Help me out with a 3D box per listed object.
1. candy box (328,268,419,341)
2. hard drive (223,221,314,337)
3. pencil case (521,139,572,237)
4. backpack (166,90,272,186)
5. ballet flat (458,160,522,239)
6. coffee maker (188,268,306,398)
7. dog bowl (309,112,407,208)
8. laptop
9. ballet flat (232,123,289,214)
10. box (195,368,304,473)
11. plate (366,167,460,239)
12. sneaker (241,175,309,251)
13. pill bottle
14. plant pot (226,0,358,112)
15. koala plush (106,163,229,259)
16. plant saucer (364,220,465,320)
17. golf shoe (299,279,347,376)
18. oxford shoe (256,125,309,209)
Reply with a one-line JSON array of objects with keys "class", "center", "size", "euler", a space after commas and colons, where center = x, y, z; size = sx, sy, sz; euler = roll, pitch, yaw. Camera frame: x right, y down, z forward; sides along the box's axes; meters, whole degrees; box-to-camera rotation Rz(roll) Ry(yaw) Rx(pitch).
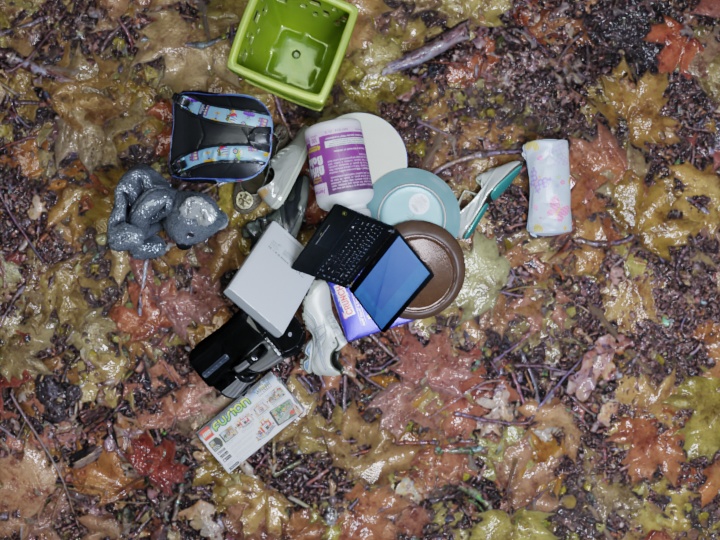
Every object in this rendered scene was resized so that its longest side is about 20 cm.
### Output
[{"class": "candy box", "center": [0.041, 0.031, 1.574], "size": [0.200, 0.077, 0.169], "euler": [-17, 92, -3]}, {"class": "hard drive", "center": [-0.160, 0.013, 1.467], "size": [0.132, 0.200, 0.027], "euler": [42, 134, -15]}, {"class": "pencil case", "center": [0.380, -0.169, 1.578], "size": [0.091, 0.083, 0.200], "euler": [-4, 91, -3]}, {"class": "backpack", "center": [-0.261, -0.255, 1.520], "size": [0.200, 0.135, 0.183], "euler": [3, 89, 8]}, {"class": "ballet flat", "center": [0.247, -0.156, 1.589], "size": [0.069, 0.069, 0.200], "euler": [38, 90, -2]}, {"class": "coffee maker", "center": [-0.232, 0.126, 1.512], "size": [0.200, 0.135, 0.192], "euler": [-37, 71, 32]}, {"class": "dog bowl", "center": [-0.005, -0.214, 1.569], "size": [0.200, 0.079, 0.201], "euler": [0, 91, -2]}, {"class": "laptop", "center": [0.000, 0.000, 1.441], "size": [0.200, 0.103, 0.177], "euler": [21, 127, -24]}, {"class": "ballet flat", "center": [-0.203, -0.208, 1.579], "size": [0.067, 0.046, 0.200], "euler": [29, 90, -1]}, {"class": "box", "center": [-0.224, 0.307, 1.590], "size": [0.200, 0.035, 0.110], "euler": [-39, 91, -1]}, {"class": "plate", "center": [0.099, -0.102, 1.523], "size": [0.200, 0.026, 0.201], "euler": [0, 91, -3]}, {"class": "sneaker", "center": [-0.172, -0.107, 1.567], "size": [0.114, 0.076, 0.200], "euler": [20, 95, -8]}, {"class": "pill bottle", "center": [-0.036, -0.178, 1.473], "size": [0.112, 0.112, 0.200], "euler": [-11, 90, -1]}, {"class": "plant pot", "center": [-0.126, -0.429, 1.512], "size": [0.199, 0.181, 0.200], "euler": [21, 90, -1]}, {"class": "koala plush", "center": [-0.362, -0.111, 1.512], "size": [0.200, 0.177, 0.184], "euler": [5, 84, 4]}, {"class": "plant saucer", "center": [0.108, 0.004, 1.506], "size": [0.200, 0.034, 0.201], "euler": [-1, 104, -3]}, {"class": "golf shoe", "center": [-0.063, 0.116, 1.550], "size": [0.097, 0.078, 0.200], "euler": [11, 110, 30]}, {"class": "oxford shoe", "center": [-0.148, -0.214, 1.539], "size": [0.058, 0.075, 0.200], "euler": [31, 63, -18]}]
